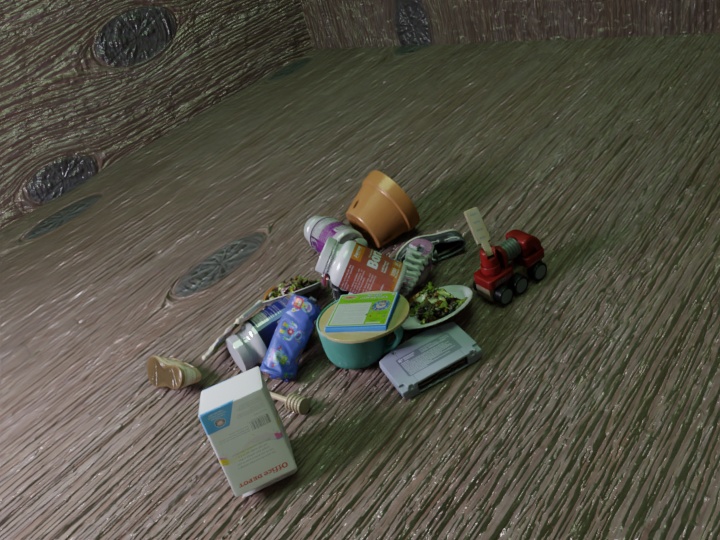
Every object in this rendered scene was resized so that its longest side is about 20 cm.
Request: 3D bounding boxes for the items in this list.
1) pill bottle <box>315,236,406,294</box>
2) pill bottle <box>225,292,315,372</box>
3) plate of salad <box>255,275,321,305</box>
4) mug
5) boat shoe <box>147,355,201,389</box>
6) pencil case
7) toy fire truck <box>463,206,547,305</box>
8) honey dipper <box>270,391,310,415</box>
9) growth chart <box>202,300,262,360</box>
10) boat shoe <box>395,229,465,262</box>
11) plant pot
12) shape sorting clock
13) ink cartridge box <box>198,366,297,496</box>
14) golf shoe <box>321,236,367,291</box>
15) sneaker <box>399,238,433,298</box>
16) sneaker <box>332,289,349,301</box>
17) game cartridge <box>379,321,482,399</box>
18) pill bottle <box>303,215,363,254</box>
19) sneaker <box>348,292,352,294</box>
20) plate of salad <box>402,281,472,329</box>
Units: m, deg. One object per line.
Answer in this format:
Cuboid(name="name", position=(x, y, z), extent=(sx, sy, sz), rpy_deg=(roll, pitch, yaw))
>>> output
Cuboid(name="pill bottle", position=(0.000, 0.000, 1.507), extent=(0.197, 0.113, 0.113), rpy_deg=(23, 38, -2))
Cuboid(name="pill bottle", position=(-0.216, 0.152, 1.552), extent=(0.198, 0.117, 0.115), rpy_deg=(-33, 35, -22))
Cuboid(name="plate of salad", position=(-0.186, 0.046, 1.700), extent=(0.196, 0.049, 0.200), rpy_deg=(-18, 3, 1))
Cuboid(name="mug", position=(-0.005, 0.153, 1.448), extent=(0.151, 0.116, 0.184), rpy_deg=(-31, 35, -21))
Cuboid(name="boat shoe", position=(-0.458, 0.251, 1.579), extent=(0.064, 0.073, 0.198), rpy_deg=(2, 4, -43))
Cuboid(name="pencil case", position=(-0.154, 0.154, 1.473), extent=(0.086, 0.078, 0.203), rpy_deg=(22, 81, 11))
Cuboid(name="toy fire truck", position=(0.328, -0.054, 1.514), extent=(0.174, 0.203, 0.128), rpy_deg=(-31, 35, -21))
Cuboid(name="honey dipper", position=(-0.192, 0.274, 1.431), extent=(0.197, 0.038, 0.038), rpy_deg=(10, 41, 40))
Cuboid(name="growth chart", position=(-0.314, 0.145, 1.572), extent=(0.200, 0.018, 0.145), rpy_deg=(-43, 2, 35))
Cuboid(name="boat shoe", position=(0.186, -0.054, 1.707), extent=(0.197, 0.074, 0.063), rpy_deg=(-21, 29, -14))
Cuboid(name="plant pot", position=(0.053, -0.160, 1.842), extent=(0.140, 0.201, 0.199), rpy_deg=(-45, 38, -10))
Cuboid(name="shape sorting clock", position=(0.008, 0.098, 1.377), extent=(0.196, 0.040, 0.201), rpy_deg=(-12, 29, 7))
Cuboid(name="ink cartridge box", position=(-0.212, 0.316, 1.244), extent=(0.127, 0.203, 0.125), rpy_deg=(-22, 14, -8))
Cuboid(name="golf shoe", position=(-0.019, -0.011, 1.635), extent=(0.091, 0.074, 0.201), rpy_deg=(18, 42, 17))
Cuboid(name="sneaker", position=(0.125, 0.020, 1.621), extent=(0.080, 0.089, 0.201), rpy_deg=(23, 63, 30))
Cuboid(name="sneaker", position=(-0.023, 0.038, 1.668), extent=(0.078, 0.076, 0.201), rpy_deg=(-6, 34, 14))
Cuboid(name="game cartridge", position=(0.146, 0.188, 1.397), extent=(0.197, 0.041, 0.133), rpy_deg=(-26, 37, -13))
Cuboid(name="pill bottle", position=(-0.082, -0.089, 1.854), extent=(0.111, 0.114, 0.199), rpy_deg=(-31, 34, -21))
Cuboid(name="sneaker", position=(0.034, 0.048, 1.625), extent=(0.070, 0.074, 0.200), rpy_deg=(4, 38, 36))
Cuboid(name="plate of salad", position=(0.162, 0.075, 1.500), extent=(0.197, 0.049, 0.200), rpy_deg=(-21, 16, 6))
